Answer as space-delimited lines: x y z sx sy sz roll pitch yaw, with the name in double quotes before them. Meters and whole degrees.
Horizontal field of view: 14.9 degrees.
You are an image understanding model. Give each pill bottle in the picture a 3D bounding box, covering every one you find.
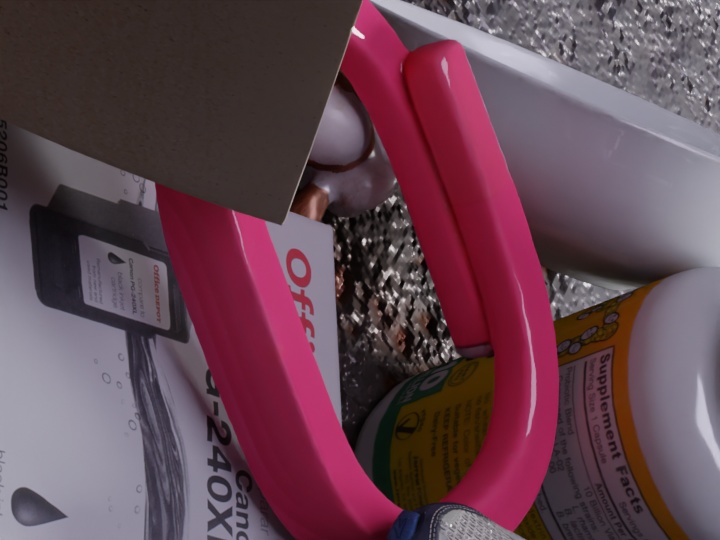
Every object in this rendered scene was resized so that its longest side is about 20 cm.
"pill bottle" 0.102 0.064 0.967 0.113 0.200 0.113 23 56 -40

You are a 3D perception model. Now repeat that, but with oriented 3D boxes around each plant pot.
"plant pot" -0.080 -0.158 0.729 0.177 0.200 0.200 10 59 -7

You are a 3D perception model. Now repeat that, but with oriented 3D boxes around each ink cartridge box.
"ink cartridge box" -0.099 0.036 0.847 0.200 0.083 0.145 19 60 -42

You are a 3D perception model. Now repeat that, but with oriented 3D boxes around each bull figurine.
"bull figurine" -0.065 -0.072 0.906 0.200 0.121 0.065 20 101 -58

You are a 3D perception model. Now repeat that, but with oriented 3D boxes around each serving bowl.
"serving bowl" 0.073 -0.039 1.026 0.200 0.200 0.066 15 101 -44

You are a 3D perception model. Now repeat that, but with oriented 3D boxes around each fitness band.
"fitness band" 0.000 0.000 0.870 0.144 0.037 0.200 -35 109 -49

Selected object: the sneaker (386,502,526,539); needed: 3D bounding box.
"sneaker" 0.093 0.126 0.840 0.200 0.085 0.077 39 39 -22
